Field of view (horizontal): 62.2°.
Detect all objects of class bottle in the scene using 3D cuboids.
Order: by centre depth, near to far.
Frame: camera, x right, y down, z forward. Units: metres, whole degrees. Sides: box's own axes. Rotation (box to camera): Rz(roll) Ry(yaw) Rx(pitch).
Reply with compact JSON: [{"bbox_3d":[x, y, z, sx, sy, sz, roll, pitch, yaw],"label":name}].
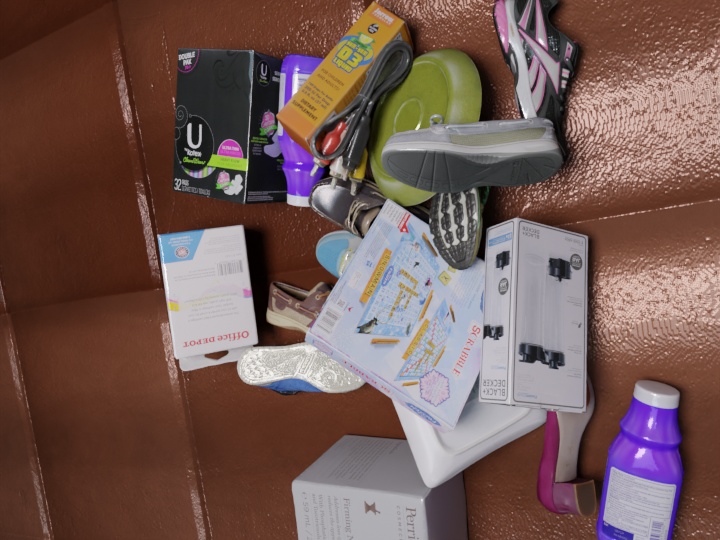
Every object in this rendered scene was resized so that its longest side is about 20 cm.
[{"bbox_3d":[0.332,0.236,0.702,0.081,0.065,0.208,9,101,26],"label":"bottle"},{"bbox_3d":[-0.078,-0.198,0.856,0.065,0.081,0.207,28,118,58],"label":"bottle"}]

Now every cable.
[{"bbox_3d":[-0.006,-0.202,0.757,0.050,0.095,0.206,29,99,58],"label":"cable"}]

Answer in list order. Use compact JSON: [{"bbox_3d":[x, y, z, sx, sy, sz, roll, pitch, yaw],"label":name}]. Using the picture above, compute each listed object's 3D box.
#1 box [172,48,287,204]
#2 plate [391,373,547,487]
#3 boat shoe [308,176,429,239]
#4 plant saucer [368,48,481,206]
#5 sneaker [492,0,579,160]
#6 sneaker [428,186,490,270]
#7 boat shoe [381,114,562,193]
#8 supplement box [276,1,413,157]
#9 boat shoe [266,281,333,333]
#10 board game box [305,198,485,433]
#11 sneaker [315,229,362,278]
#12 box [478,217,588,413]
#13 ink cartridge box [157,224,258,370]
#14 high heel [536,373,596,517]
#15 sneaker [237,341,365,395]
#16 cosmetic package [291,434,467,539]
[{"bbox_3d":[-0.184,-0.212,0.887,0.144,0.123,0.208,12,102,26],"label":"box"},{"bbox_3d":[0.131,0.135,0.749,0.205,0.195,0.032,67,163,3],"label":"plate"},{"bbox_3d":[0.015,-0.079,0.813,0.194,0.073,0.077,17,106,13],"label":"boat shoe"},{"bbox_3d":[0.068,-0.186,0.754,0.198,0.030,0.207,-24,59,47],"label":"plant saucer"},{"bbox_3d":[0.219,-0.231,0.701,0.084,0.080,0.206,-16,96,17],"label":"sneaker"},{"bbox_3d":[0.137,-0.100,0.734,0.076,0.087,0.208,-15,68,49],"label":"sneaker"},{"bbox_3d":[0.119,-0.134,0.655,0.194,0.075,0.067,-3,61,2],"label":"boat shoe"},{"bbox_3d":[-0.018,-0.246,0.782,0.066,0.069,0.201,37,84,24],"label":"supplement box"},{"bbox_3d":[-0.060,0.055,0.892,0.195,0.071,0.075,10,103,33],"label":"boat shoe"},{"bbox_3d":[0.065,0.049,0.714,0.196,0.041,0.203,32,67,2],"label":"board game box"},{"bbox_3d":[0.000,0.000,0.816,0.195,0.130,0.082,19,107,24],"label":"sneaker"},{"bbox_3d":[0.200,0.055,0.688,0.060,0.113,0.208,162,115,-63],"label":"box"},{"bbox_3d":[-0.236,0.040,0.923,0.125,0.124,0.208,-170,74,-71],"label":"ink cartridge box"},{"bbox_3d":[0.246,0.203,0.762,0.096,0.065,0.208,153,121,-66],"label":"high heel"},{"bbox_3d":[-0.080,0.149,0.910,0.192,0.111,0.080,-2,79,5],"label":"sneaker"},{"bbox_3d":[0.033,0.345,0.828,0.194,0.165,0.174,-4,96,27],"label":"cosmetic package"}]
